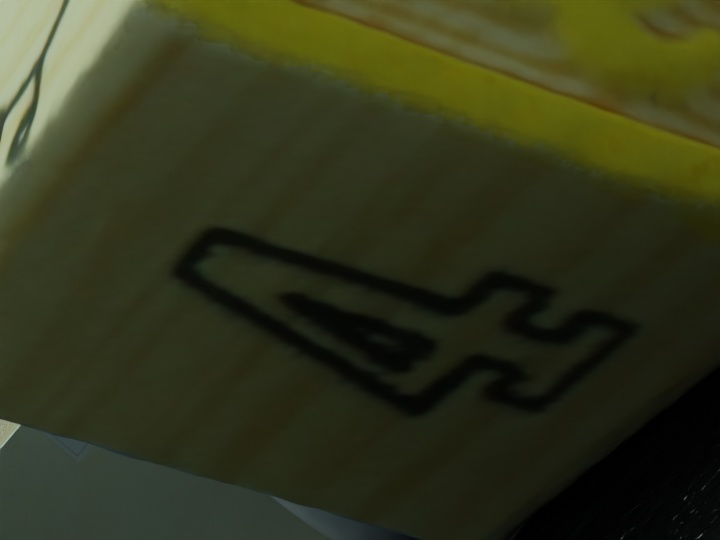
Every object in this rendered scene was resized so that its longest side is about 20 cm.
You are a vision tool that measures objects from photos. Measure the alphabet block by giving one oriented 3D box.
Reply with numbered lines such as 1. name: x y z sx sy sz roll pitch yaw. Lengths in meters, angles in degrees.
1. alphabet block: 0.003 -0.064 0.796 0.200 0.196 0.195 133 147 -51

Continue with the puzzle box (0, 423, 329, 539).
1. puzzle box: -0.049 0.069 1.081 0.200 0.133 0.025 -49 8 -11

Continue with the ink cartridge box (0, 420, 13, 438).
1. ink cartridge box: -0.093 0.026 1.186 0.165 0.075 0.200 166 121 -71

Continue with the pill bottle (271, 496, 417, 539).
1. pill bottle: 0.034 -0.008 1.010 0.200 0.111 0.111 -49 2 8
